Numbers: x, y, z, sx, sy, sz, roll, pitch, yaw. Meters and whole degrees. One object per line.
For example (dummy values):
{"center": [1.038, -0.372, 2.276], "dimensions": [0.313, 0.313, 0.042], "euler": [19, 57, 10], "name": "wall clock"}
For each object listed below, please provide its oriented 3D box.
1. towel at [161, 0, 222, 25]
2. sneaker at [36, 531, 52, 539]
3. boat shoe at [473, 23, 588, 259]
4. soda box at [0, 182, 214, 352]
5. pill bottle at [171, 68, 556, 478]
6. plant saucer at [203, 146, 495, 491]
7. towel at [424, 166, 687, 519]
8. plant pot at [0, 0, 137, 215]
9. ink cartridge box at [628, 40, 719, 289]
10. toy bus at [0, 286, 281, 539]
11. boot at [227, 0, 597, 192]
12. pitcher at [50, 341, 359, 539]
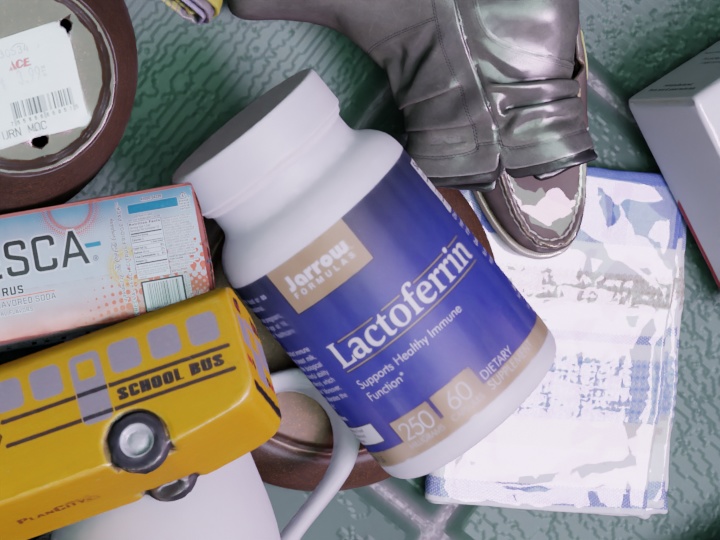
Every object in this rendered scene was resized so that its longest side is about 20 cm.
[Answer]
{"center": [-0.104, -0.234, 1.455], "dimensions": [0.143, 0.023, 0.200], "euler": [32, 58, -32], "name": "towel"}
{"center": [-0.144, 0.148, 1.552], "dimensions": [0.199, 0.076, 0.092], "euler": [-7, 91, -24], "name": "sneaker"}
{"center": [0.091, -0.106, 1.582], "dimensions": [0.072, 0.060, 0.201], "euler": [-7, 91, -16], "name": "boat shoe"}
{"center": [-0.174, 0.006, 1.427], "dimensions": [0.199, 0.068, 0.064], "euler": [-10, 85, -7], "name": "soda box"}
{"center": [0.000, 0.000, 1.505], "dimensions": [0.116, 0.116, 0.200], "euler": [-41, 100, -8], "name": "pill bottle"}
{"center": [-0.017, 0.023, 1.579], "dimensions": [0.200, 0.034, 0.201], "euler": [-1, 95, -10], "name": "plant saucer"}
{"center": [0.112, 0.040, 1.636], "dimensions": [0.146, 0.024, 0.201], "euler": [4, 93, -15], "name": "towel"}
{"center": [-0.184, -0.099, 1.437], "dimensions": [0.186, 0.200, 0.188], "euler": [-2, 97, -17], "name": "plant pot"}
{"center": [0.274, -0.084, 1.628], "dimensions": [0.200, 0.084, 0.145], "euler": [-32, 105, -17], "name": "ink cartridge box"}
{"center": [-0.141, 0.080, 1.398], "dimensions": [0.199, 0.065, 0.078], "euler": [-19, 69, 5], "name": "toy bus"}
{"center": [0.024, -0.105, 1.534], "dimensions": [0.199, 0.068, 0.131], "euler": [0, 95, 10], "name": "boot"}
{"center": [-0.076, 0.131, 1.486], "dimensions": [0.171, 0.121, 0.201], "euler": [12, 62, -24], "name": "pitcher"}
